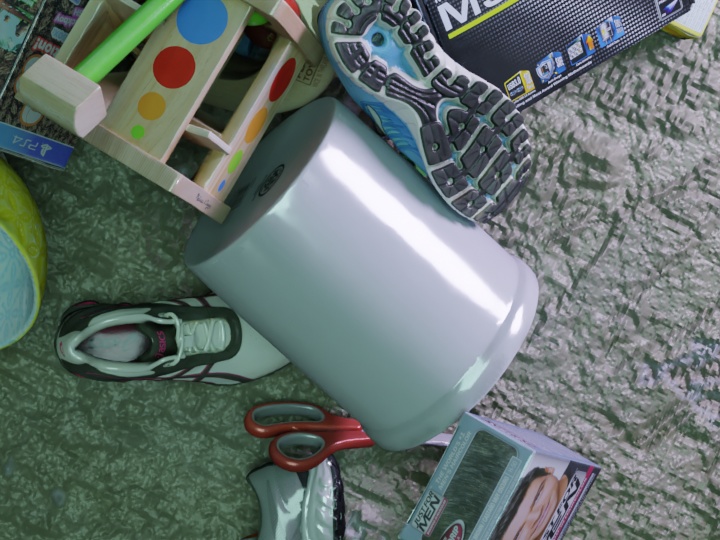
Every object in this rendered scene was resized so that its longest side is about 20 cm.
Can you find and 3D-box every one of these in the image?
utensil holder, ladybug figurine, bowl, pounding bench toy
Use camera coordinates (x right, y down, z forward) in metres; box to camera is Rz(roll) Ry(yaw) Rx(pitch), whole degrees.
[{"bbox_3d":[0.000,0.000,1.156,0.200,0.170,0.170,43,90,-19],"label":"utensil holder"},{"bbox_3d":[-0.095,-0.191,1.186,0.199,0.072,0.136,30,116,6],"label":"ladybug figurine"},{"bbox_3d":[-0.306,-0.044,1.165,0.199,0.200,0.108,20,49,-6],"label":"bowl"},{"bbox_3d":[-0.123,-0.141,1.036,0.124,0.200,0.156,31,89,13],"label":"pounding bench toy"}]

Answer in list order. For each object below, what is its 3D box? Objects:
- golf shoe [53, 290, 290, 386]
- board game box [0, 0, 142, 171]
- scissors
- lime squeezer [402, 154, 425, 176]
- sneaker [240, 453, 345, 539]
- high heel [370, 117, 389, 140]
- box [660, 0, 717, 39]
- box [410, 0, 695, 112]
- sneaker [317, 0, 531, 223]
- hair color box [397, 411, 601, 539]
[{"bbox_3d":[-0.126,0.054,1.210,0.199,0.088,0.078,-6,94,-8],"label":"golf shoe"},{"bbox_3d":[-0.246,-0.197,1.135,0.159,0.097,0.201,29,95,28],"label":"board game box"},{"bbox_3d":[0.009,0.121,1.257,0.199,0.073,0.014,-4,125,-25],"label":"scissors"},{"bbox_3d":[0.060,-0.091,1.247,0.071,0.038,0.200,37,90,-39],"label":"lime squeezer"},{"bbox_3d":[-0.051,0.240,1.244,0.079,0.074,0.201,-1,88,4],"label":"sneaker"},{"bbox_3d":[0.002,-0.196,1.169,0.200,0.071,0.143,40,67,-31],"label":"high heel"},{"bbox_3d":[0.187,-0.267,1.233,0.199,0.048,0.118,25,93,-9],"label":"box"},{"bbox_3d":[0.122,-0.220,1.137,0.199,0.048,0.194,-30,130,-7],"label":"box"},{"bbox_3d":[0.043,-0.119,1.123,0.078,0.090,0.200,-42,113,-6],"label":"sneaker"},{"bbox_3d":[0.106,0.166,1.181,0.060,0.200,0.099,28,92,24],"label":"hair color box"}]
